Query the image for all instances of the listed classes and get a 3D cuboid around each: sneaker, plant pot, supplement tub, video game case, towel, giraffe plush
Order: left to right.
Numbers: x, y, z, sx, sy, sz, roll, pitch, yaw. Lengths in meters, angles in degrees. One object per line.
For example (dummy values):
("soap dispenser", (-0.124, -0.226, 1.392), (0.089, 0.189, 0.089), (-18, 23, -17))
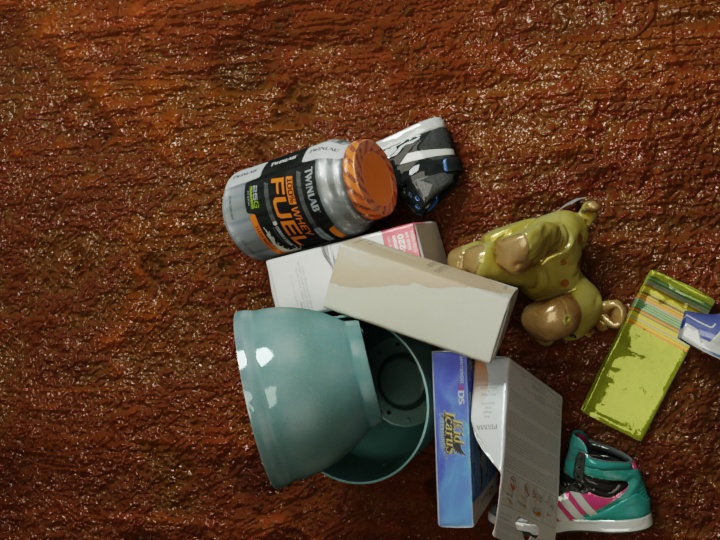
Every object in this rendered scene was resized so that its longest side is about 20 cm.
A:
("supplement tub", (-0.062, -0.090, 1.211), (0.200, 0.122, 0.123), (-15, 86, 31))
("plant pot", (-0.051, 0.126, 1.077), (0.134, 0.200, 0.201), (-14, 86, -1))
("plant pot", (0.023, 0.151, 1.221), (0.200, 0.161, 0.201), (1, 92, 26))
("sneaker", (0.035, -0.110, 1.267), (0.200, 0.073, 0.112), (-24, 82, 14))
("video game case", (0.130, 0.187, 1.173), (0.045, 0.181, 0.200), (-2, 91, 16))
("giraffe plush", (0.228, 0.018, 1.189), (0.200, 0.173, 0.162), (-23, 95, -19))
("sneaker", (0.254, 0.259, 1.199), (0.200, 0.084, 0.121), (-5, 94, 9))
("towel", (0.353, 0.105, 1.203), (0.086, 0.018, 0.200), (27, 98, 16))
("sneaker", (0.481, 0.065, 1.139), (0.199, 0.081, 0.115), (18, 92, 9))

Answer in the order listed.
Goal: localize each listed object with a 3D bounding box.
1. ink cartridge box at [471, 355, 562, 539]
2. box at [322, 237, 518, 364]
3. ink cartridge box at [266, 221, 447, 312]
("ink cartridge box", (0.179, 0.218, 1.119), (0.050, 0.162, 0.200), (-5, 64, 34))
("box", (0.070, 0.031, 1.101), (0.200, 0.095, 0.078), (18, 101, 11))
("ink cartridge box", (0.000, 0.000, 1.241), (0.200, 0.146, 0.085), (-16, 89, 16))
